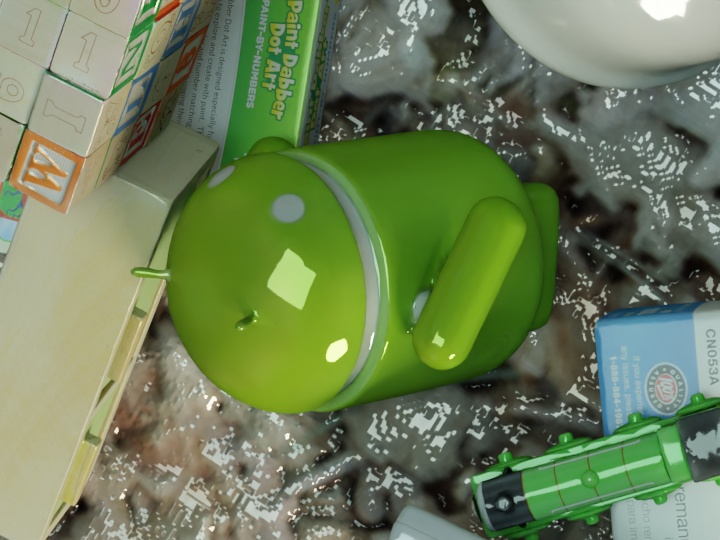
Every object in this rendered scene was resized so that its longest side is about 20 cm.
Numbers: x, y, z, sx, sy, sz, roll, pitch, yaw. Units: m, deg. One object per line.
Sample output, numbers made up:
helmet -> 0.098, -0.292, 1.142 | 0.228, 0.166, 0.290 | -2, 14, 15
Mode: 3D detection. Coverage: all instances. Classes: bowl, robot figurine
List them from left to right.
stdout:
robot figurine -> 0.000, 0.000, 1.153 | 0.175, 0.200, 0.116 | 21, 113, 45
bowl -> 0.144, -0.175, 1.117 | 0.200, 0.090, 0.202 | -5, 101, -27

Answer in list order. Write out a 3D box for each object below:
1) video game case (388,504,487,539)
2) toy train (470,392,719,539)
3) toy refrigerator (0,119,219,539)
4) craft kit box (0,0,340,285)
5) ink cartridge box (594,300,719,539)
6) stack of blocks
video game case -> 0.109, 0.169, 1.148 | 0.199, 0.182, 0.022 | 25, 77, 11
toy train -> 0.138, 0.076, 1.113 | 0.199, 0.056, 0.042 | -19, 87, 14
toy refrigerator -> -0.133, 0.025, 1.212 | 0.070, 0.076, 0.200 | 26, 117, 3
craft kit box -> -0.114, -0.098, 1.255 | 0.197, 0.049, 0.201 | 11, 95, 14
ink cartridge box -> 0.213, 0.083, 1.168 | 0.199, 0.084, 0.146 | -5, 90, 13
stack of blocks -> -0.095, -0.137, 1.092 | 0.058, 0.115, 0.200 | 28, 118, 7
